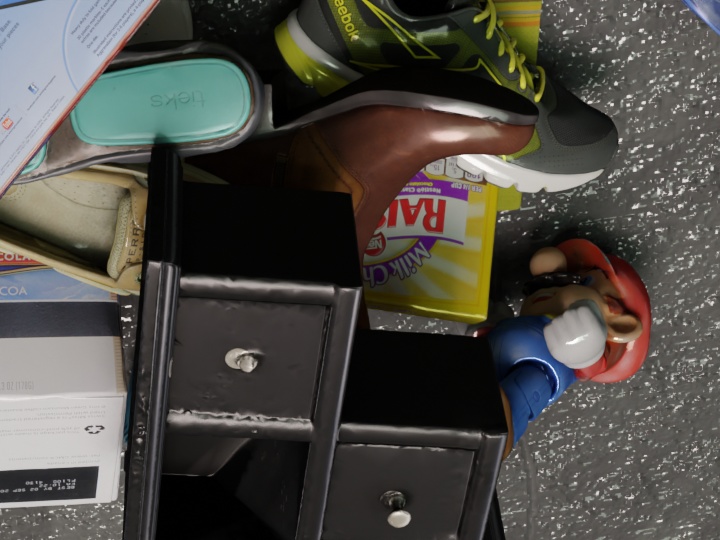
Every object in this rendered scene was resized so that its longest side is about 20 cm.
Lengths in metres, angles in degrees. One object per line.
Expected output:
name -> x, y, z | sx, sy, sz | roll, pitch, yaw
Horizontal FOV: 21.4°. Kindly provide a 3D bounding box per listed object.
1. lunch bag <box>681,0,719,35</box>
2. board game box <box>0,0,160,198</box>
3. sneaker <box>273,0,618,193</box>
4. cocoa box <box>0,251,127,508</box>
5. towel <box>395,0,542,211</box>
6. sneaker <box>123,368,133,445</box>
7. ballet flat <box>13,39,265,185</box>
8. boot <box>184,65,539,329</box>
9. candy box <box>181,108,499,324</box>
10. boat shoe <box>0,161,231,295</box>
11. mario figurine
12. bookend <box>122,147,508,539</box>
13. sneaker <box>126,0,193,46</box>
lunch bag -> 0.231, -0.176, 0.976 | 0.132, 0.136, 0.200 | -43, 131, 17
board game box -> -0.160, -0.114, 0.845 | 0.103, 0.019, 0.200 | 40, 106, -6
sneaker -> 0.057, -0.107, 1.008 | 0.199, 0.075, 0.085 | 20, 124, -17
cocoa box -> -0.230, 0.044, 1.019 | 0.199, 0.132, 0.134 | -1, 148, -12
towel -> 0.055, -0.117, 1.062 | 0.086, 0.018, 0.201 | -2, 127, -5
sneaker -> -0.080, 0.106, 1.079 | 0.080, 0.200, 0.077 | 5, 116, -19
ballet flat -> -0.145, -0.078, 0.916 | 0.199, 0.073, 0.073 | -3, 127, -2
boot -> 0.000, 0.000, 0.975 | 0.187, 0.069, 0.201 | -1, 106, 7
candy box -> -0.022, -0.034, 1.049 | 0.199, 0.026, 0.103 | 8, 82, -13
boat shoe -> -0.136, -0.025, 0.948 | 0.200, 0.063, 0.073 | 22, 117, 5
mario figurine -> 0.093, 0.033, 1.099 | 0.200, 0.123, 0.106 | -35, 142, -46
bookend -> -0.011, 0.055, 0.917 | 0.199, 0.092, 0.199 | 4, 126, -8
sneaker -> -0.149, -0.142, 0.920 | 0.079, 0.130, 0.199 | -28, 127, 10
